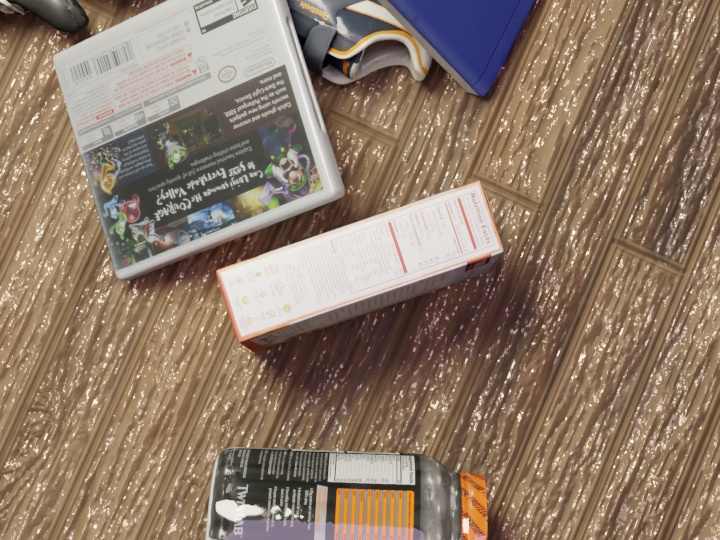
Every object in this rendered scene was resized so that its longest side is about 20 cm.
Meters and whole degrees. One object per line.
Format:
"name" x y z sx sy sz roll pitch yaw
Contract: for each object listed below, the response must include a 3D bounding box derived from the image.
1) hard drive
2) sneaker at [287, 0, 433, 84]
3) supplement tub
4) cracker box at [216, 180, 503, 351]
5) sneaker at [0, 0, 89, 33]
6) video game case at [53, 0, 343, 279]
"hard drive" 0.070 -0.232 1.032 0.025 0.200 0.133 23 83 37
"sneaker" -0.034 -0.192 1.079 0.197 0.078 0.080 6 80 0
"supplement tub" -0.009 0.193 1.018 0.197 0.123 0.124 3 84 0
"cracker box" 0.000 0.000 1.031 0.198 0.134 0.058 -18 84 -2
"sneaker" -0.302 -0.223 1.088 0.199 0.074 0.089 33 85 13
"video game case" -0.125 -0.111 1.051 0.198 0.023 0.184 -19 85 23
